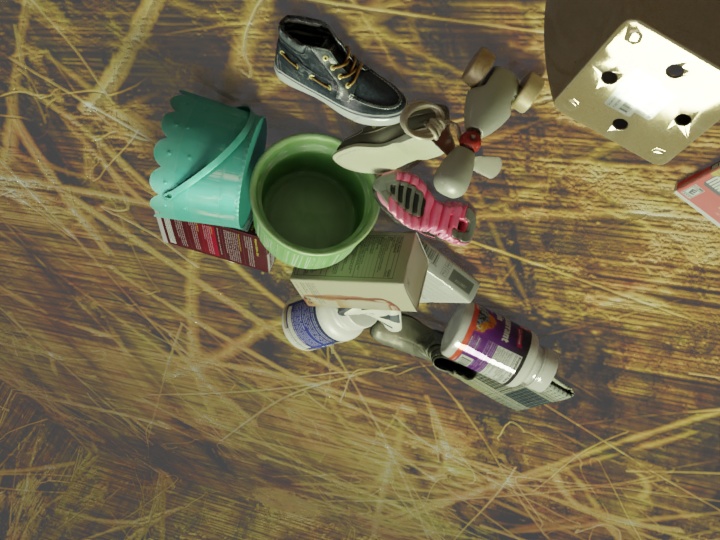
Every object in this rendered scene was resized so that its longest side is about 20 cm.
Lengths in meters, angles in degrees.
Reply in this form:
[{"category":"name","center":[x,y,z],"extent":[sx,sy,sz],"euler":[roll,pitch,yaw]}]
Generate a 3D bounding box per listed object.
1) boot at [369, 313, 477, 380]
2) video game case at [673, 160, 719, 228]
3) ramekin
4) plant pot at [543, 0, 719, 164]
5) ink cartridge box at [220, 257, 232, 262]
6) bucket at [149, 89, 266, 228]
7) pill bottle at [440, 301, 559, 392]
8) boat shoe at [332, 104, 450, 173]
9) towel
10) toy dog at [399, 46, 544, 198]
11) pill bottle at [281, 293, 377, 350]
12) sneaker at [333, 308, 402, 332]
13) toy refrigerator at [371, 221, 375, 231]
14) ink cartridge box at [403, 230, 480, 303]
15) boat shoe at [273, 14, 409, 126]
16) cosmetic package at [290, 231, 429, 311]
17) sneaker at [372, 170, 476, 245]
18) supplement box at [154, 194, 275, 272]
[{"category":"boot","center":[0.124,0.144,1.540],"extent":[0.198,0.068,0.131],"euler":[17,-168,-20]},{"category":"video game case","center":[0.518,-0.105,1.010],"extent":[0.142,0.018,0.200],"euler":[32,148,-14]},{"category":"ramekin","center":[-0.075,-0.100,1.248],"extent":[0.199,0.201,0.098],"euler":[24,157,-2]},{"category":"plant pot","center":[0.298,-0.230,0.806],"extent":[0.199,0.178,0.200],"euler":[26,150,-7]},{"category":"ink cartridge box","center":[-0.269,-0.119,1.452],"extent":[0.145,0.085,0.200],"euler":[22,150,0]},{"category":"bucket","center":[-0.229,-0.165,1.245],"extent":[0.133,0.209,0.208],"euler":[12,149,-1]},{"category":"pill bottle","center":[0.257,0.145,1.484],"extent":[0.199,0.112,0.112],"euler":[26,150,-5]},{"category":"boat shoe","center":[0.044,-0.188,1.159],"extent":[0.200,0.061,0.072],"euler":[-7,153,42]},{"category":"towel","center":[0.305,0.222,1.662],"extent":[0.199,0.035,0.192],"euler":[30,152,-15]},{"category":"toy dog","center":[0.140,-0.180,1.010],"extent":[0.132,0.200,0.096],"euler":[50,166,2]},{"category":"pill bottle","center":[-0.056,0.085,1.592],"extent":[0.119,0.120,0.199],"euler":[38,147,-24]},{"category":"sneaker","center":[0.009,0.052,1.452],"extent":[0.128,0.080,0.199],"euler":[0,159,6]},{"category":"toy refrigerator","center":[-0.034,-0.050,1.421],"extent":[0.075,0.070,0.200],"euler":[18,151,-6]},{"category":"ink cartridge box","center":[0.097,-0.001,1.449],"extent":[0.162,0.057,0.200],"euler":[35,168,-19]},{"category":"boat shoe","center":[-0.025,-0.263,1.072],"extent":[0.199,0.071,0.091],"euler":[23,154,4]},{"category":"cosmetic package","center":[0.000,0.000,1.313],"extent":[0.198,0.104,0.087],"euler":[3,147,25]},{"category":"sneaker","center":[0.084,-0.091,1.251],"extent":[0.199,0.080,0.095],"euler":[26,169,-35]},{"category":"supplement box","center":[-0.238,-0.073,1.362],"extent":[0.198,0.061,0.109],"euler":[17,149,7]}]
